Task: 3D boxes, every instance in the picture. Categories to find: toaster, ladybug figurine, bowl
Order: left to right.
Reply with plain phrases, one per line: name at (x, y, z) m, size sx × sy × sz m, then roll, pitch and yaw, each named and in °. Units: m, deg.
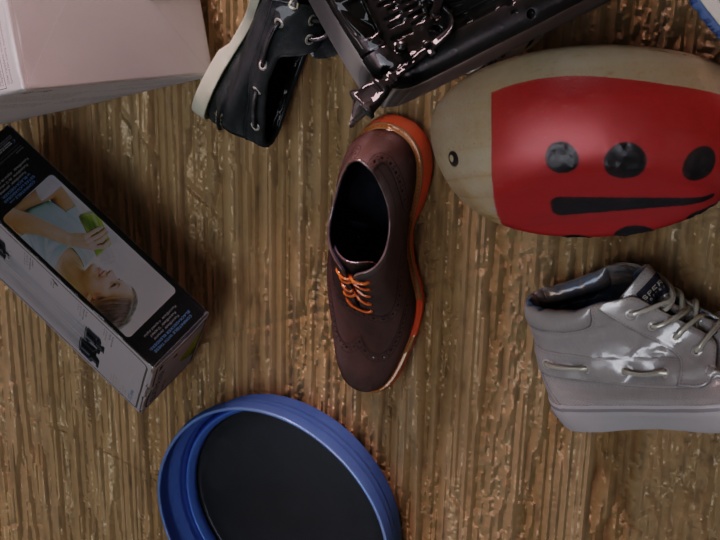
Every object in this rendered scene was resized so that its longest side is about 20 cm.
bowl at (-0.059, 0.185, 1.210) m, size 0.199 × 0.039 × 0.203 m, roll 12°, pitch 118°, yaw 24°
toaster at (0.040, -0.193, 0.839) m, size 0.199 × 0.119 × 0.182 m, roll -27°, pitch 89°, yaw -3°
ladybug figurine at (0.137, -0.068, 0.929) m, size 0.198 × 0.073 × 0.136 m, roll -4°, pitch 146°, yaw 15°

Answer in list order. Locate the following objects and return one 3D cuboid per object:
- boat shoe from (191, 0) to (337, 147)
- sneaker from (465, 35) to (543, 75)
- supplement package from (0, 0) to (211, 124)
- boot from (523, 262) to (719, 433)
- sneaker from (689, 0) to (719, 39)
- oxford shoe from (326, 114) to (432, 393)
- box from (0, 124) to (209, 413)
boat shoe at (-0.040, -0.153, 1.020) m, size 0.066 × 0.075 × 0.200 m, roll 40°, pitch 126°, yaw 4°
sneaker at (0.062, -0.214, 0.931) m, size 0.076 × 0.080 × 0.202 m, roll -5°, pitch 108°, yaw 32°
supplement package at (-0.238, -0.174, 1.034) m, size 0.198 × 0.191 × 0.149 m, roll -8°, pitch 94°, yaw 31°
boot at (0.192, 0.042, 0.981) m, size 0.198 × 0.074 × 0.096 m, roll -10°, pitch 114°, yaw 33°
sneaker at (0.199, -0.208, 0.862) m, size 0.088 × 0.075 × 0.201 m, roll -25°, pitch 101°, yaw 31°
oxford shoe at (0.000, 0.000, 1.069) m, size 0.071 × 0.073 × 0.202 m, roll 14°, pitch 119°, yaw 22°
box at (-0.205, 0.002, 1.163) m, size 0.200 × 0.060 × 0.117 m, roll 43°, pitch 157°, yaw 6°
